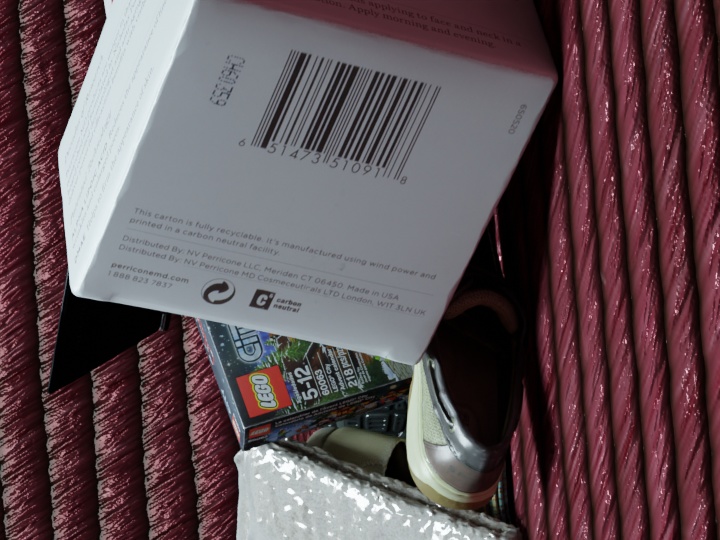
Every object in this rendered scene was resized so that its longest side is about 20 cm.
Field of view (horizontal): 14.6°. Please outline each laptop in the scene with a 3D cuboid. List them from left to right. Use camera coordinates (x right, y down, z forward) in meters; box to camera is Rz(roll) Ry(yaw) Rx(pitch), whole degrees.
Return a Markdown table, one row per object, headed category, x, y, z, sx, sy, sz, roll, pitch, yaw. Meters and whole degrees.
| category | x | y | z | sx | sy | sz | roll | pitch | yaw |
| --- | --- | --- | --- | --- | --- | --- | --- | --- | --- |
| laptop | -0.167 | -0.054 | 1.777 | 0.200 | 0.115 | 0.188 | 46 | 131 | 50 |

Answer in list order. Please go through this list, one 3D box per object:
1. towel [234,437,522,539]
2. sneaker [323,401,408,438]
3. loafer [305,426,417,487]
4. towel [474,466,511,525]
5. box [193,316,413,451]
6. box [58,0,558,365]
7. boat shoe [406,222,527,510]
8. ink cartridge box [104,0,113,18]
| category | x | y | z | sx | sy | sz | roll | pitch | yaw |
| --- | --- | --- | --- | --- | --- | --- | --- | --- | --- |
| towel | 0.007 | 0.179 | 1.647 | 0.034 | 0.199 | 0.133 | -29 | -51 | -48 |
| sneaker | 0.022 | 0.096 | 1.794 | 0.091 | 0.075 | 0.201 | -68 | -20 | -50 |
| loafer | 0.029 | 0.184 | 1.700 | 0.076 | 0.068 | 0.201 | -42 | -71 | -48 |
| towel | 0.065 | 0.067 | 1.680 | 0.147 | 0.022 | 0.202 | 174 | 90 | -84 |
| box | -0.037 | -0.007 | 1.658 | 0.038 | 0.136 | 0.201 | 100 | 151 | -64 |
| box | -0.033 | -0.080 | 1.454 | 0.131 | 0.198 | 0.201 | -102 | 31 | -51 |
| boat shoe | 0.061 | 0.030 | 1.532 | 0.065 | 0.073 | 0.201 | 131 | 141 | -50 |
| ink cartridge box | -0.088 | -0.237 | 2.017 | 0.148 | 0.198 | 0.086 | -104 | 11 | -55 |
